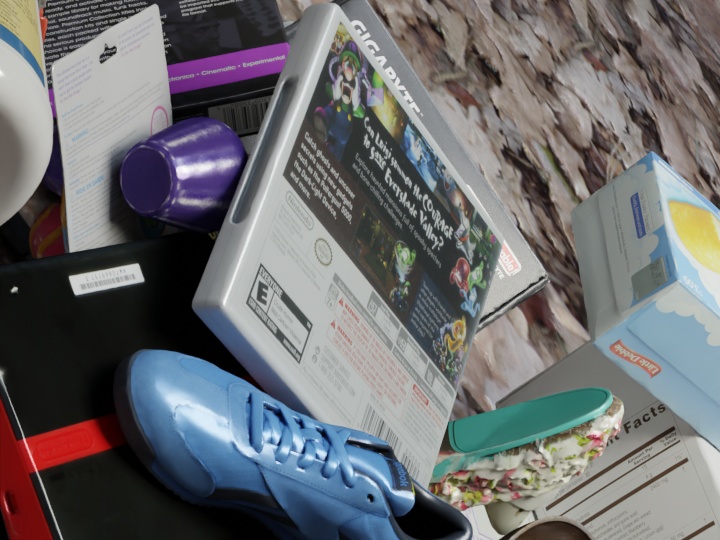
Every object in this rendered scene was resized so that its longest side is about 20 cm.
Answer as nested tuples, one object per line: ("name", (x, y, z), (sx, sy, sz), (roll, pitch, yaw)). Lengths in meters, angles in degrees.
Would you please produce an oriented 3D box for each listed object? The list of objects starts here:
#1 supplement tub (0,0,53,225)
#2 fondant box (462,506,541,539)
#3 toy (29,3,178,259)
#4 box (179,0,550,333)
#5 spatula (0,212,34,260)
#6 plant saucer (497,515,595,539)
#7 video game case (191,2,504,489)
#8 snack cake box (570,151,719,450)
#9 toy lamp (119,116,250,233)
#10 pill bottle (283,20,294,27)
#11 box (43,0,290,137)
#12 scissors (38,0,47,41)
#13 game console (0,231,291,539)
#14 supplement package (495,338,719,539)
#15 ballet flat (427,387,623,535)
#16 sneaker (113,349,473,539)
("supplement tub", (-0.218, -0.121, 1.091), (0.144, 0.144, 0.201), (34, 33, -42))
("fondant box", (0.071, 0.178, 1.387), (0.199, 0.058, 0.145), (30, 35, -45))
("toy", (-0.129, -0.017, 1.162), (0.115, 0.047, 0.202), (-46, 133, -62))
("box", (-0.028, -0.023, 1.310), (0.198, 0.050, 0.201), (-32, 88, -22))
("spatula", (-0.154, -0.001, 1.218), (0.200, 0.020, 0.057), (47, 41, -16))
("plant saucer", (0.077, 0.226, 1.263), (0.200, 0.032, 0.202), (-17, 111, -53))
("video game case", (0.000, 0.000, 1.198), (0.200, 0.023, 0.183), (51, 48, -42))
("snack cake box", (0.213, 0.038, 1.390), (0.200, 0.067, 0.116), (38, 29, -31))
("toy lamp", (-0.047, -0.050, 1.200), (0.199, 0.058, 0.059), (-8, 67, -58))
("pill bottle", (-0.022, -0.038, 1.403), (0.201, 0.114, 0.114), (58, 24, 2))
("box", (-0.118, -0.141, 1.304), (0.036, 0.142, 0.201), (84, -8, -47))
("scissors", (-0.151, -0.124, 1.139), (0.014, 0.200, 0.074), (5, 55, -21))
("game console", (-0.100, 0.076, 1.092), (0.200, 0.031, 0.178), (-13, 80, -59))
("supplement package", (0.186, 0.146, 1.430), (0.121, 0.119, 0.201), (24, 39, -49))
("ballet flat", (0.049, 0.114, 1.275), (0.076, 0.198, 0.064), (-71, 144, -69))
("sneaker", (-0.026, 0.085, 1.097), (0.200, 0.078, 0.066), (38, 42, -36))
